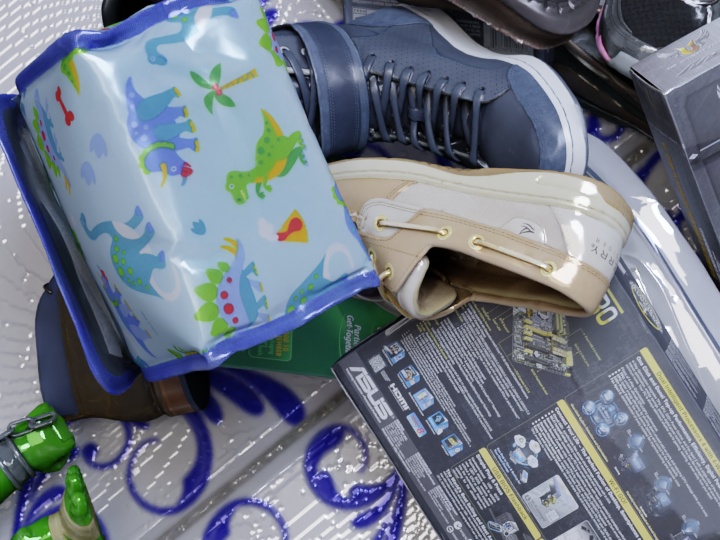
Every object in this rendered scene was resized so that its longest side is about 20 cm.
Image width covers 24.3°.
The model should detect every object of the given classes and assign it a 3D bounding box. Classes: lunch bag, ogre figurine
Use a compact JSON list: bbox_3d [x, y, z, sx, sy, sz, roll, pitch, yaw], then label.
[{"bbox_3d":[-0.105,-0.036,0.852,0.127,0.200,0.172,-24,94,-26],"label":"lunch bag"},{"bbox_3d":[-0.196,0.192,0.949,0.119,0.098,0.202,-18,102,-7],"label":"ogre figurine"}]

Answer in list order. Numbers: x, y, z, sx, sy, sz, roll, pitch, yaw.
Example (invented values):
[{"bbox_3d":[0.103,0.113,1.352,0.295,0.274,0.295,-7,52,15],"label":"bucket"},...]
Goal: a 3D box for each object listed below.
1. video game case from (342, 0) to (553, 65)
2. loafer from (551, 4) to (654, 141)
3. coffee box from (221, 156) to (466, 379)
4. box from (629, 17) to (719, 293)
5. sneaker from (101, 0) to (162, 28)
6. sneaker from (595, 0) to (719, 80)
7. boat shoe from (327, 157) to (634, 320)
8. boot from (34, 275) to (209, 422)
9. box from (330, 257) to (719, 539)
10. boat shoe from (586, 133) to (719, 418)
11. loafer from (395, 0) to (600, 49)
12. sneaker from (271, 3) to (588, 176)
[{"bbox_3d":[0.046,-0.222,0.949,0.142,0.019,0.202,13,115,35],"label":"video game case"},{"bbox_3d":[0.193,-0.098,0.946,0.198,0.063,0.072,23,81,16],"label":"loafer"},{"bbox_3d":[0.000,0.000,0.940,0.197,0.044,0.124,5,108,7],"label":"coffee box"},{"bbox_3d":[0.260,-0.081,0.881,0.199,0.048,0.159,-29,116,-1],"label":"box"},{"bbox_3d":[-0.099,-0.090,0.985,0.069,0.100,0.201,-34,73,4],"label":"sneaker"},{"bbox_3d":[0.195,-0.182,0.914,0.079,0.096,0.200,31,58,16],"label":"sneaker"},{"bbox_3d":[0.036,-0.010,0.837,0.198,0.074,0.070,1,63,33],"label":"boat shoe"},{"bbox_3d":[-0.158,-0.006,0.988,0.096,0.075,0.202,-14,84,10],"label":"boot"},{"bbox_3d":[0.103,0.090,0.887,0.160,0.049,0.201,-34,89,19],"label":"box"},{"bbox_3d":[0.158,0.017,0.923,0.065,0.074,0.201,-32,72,-1],"label":"boat shoe"},{"bbox_3d":[0.050,-0.176,0.915,0.073,0.071,0.200,-31,57,-29],"label":"loafer"},{"bbox_3d":[0.015,-0.080,0.876,0.145,0.078,0.202,-12,30,-26],"label":"sneaker"}]
